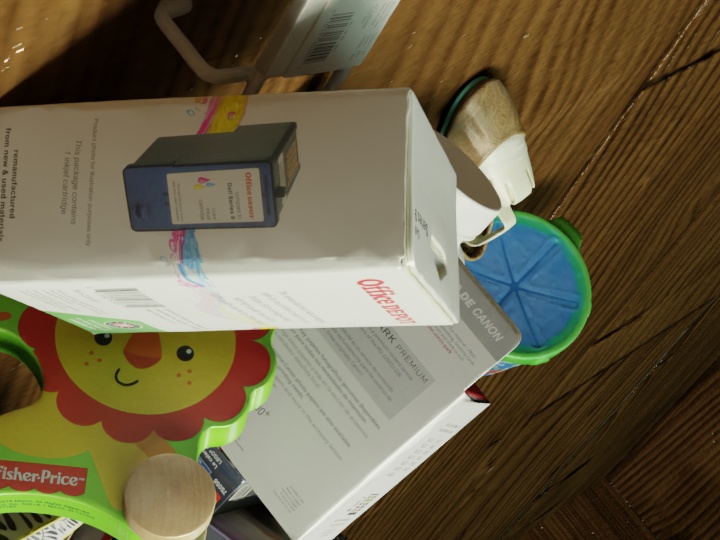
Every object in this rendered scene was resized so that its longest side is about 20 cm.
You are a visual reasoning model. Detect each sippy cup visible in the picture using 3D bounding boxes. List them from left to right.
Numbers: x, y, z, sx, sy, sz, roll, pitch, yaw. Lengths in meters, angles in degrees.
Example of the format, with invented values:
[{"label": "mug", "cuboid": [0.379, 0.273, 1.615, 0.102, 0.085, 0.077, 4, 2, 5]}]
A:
[{"label": "sippy cup", "cuboid": [0.118, 0.031, 1.412, 0.177, 0.140, 0.130, -7, 164, -18]}]

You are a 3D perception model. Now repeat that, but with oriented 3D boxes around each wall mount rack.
[{"label": "wall mount rack", "cuboid": [0.000, -0.157, 0.756, 0.173, 0.075, 0.200, -17, 152, -45]}]

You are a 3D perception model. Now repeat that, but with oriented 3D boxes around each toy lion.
[{"label": "toy lion", "cuboid": [-0.145, 0.059, 0.854, 0.199, 0.192, 0.069, 6, 150, -7]}]

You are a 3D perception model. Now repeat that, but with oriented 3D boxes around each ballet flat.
[{"label": "ballet flat", "cuboid": [0.090, -0.065, 1.178, 0.068, 0.072, 0.200, -33, 162, -24]}]

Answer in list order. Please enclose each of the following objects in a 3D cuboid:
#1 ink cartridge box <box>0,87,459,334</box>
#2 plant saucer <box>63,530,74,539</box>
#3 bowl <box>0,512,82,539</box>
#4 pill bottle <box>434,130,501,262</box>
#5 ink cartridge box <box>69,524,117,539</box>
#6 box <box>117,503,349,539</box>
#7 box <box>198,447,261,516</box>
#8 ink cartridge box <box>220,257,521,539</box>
[{"label": "ink cartridge box", "cuboid": [-0.059, -0.022, 0.762, 0.199, 0.088, 0.145, 0, 168, 13]}, {"label": "plant saucer", "cuboid": [-0.217, 0.183, 1.103, 0.201, 0.032, 0.200, -59, -177, 6]}, {"label": "bowl", "cuboid": [-0.261, 0.154, 0.916, 0.200, 0.094, 0.201, -35, 174, -4]}, {"label": "pill bottle", "cuboid": [0.000, 0.000, 1.082, 0.200, 0.111, 0.111, -46, 162, 19]}, {"label": "ink cartridge box", "cuboid": [-0.189, 0.186, 1.148, 0.162, 0.050, 0.200, -56, 174, 33]}, {"label": "box", "cuboid": [-0.071, 0.231, 1.084, 0.123, 0.200, 0.198, -54, 179, 6]}, {"label": "box", "cuboid": [-0.084, 0.092, 1.092, 0.040, 0.137, 0.200, -45, 162, 18]}, {"label": "ink cartridge box", "cuboid": [-0.023, 0.028, 0.942, 0.175, 0.200, 0.084, -40, 165, 6]}]
